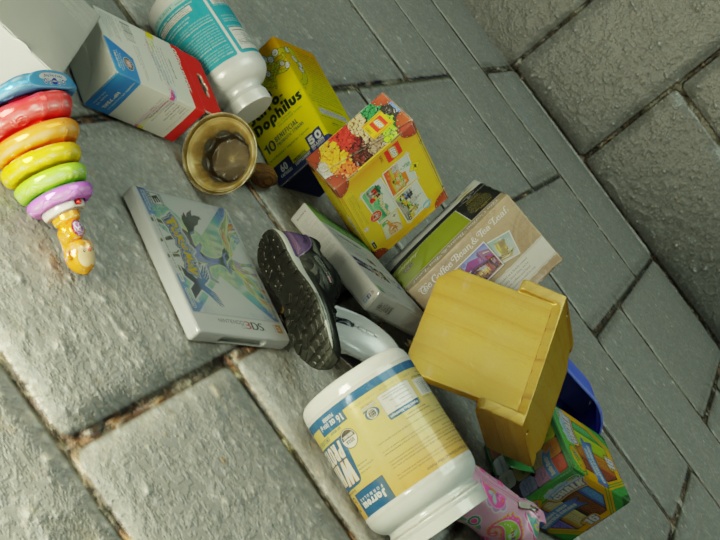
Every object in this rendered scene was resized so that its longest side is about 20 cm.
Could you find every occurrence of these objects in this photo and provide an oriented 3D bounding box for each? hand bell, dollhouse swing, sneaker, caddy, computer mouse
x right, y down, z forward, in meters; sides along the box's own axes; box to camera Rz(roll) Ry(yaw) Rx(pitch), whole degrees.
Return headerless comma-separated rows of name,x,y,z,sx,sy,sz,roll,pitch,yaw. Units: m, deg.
hand bell,-0.152,-0.140,1.685,0.105,0.104,0.200,57,10,13
dollhouse swing,0.177,0.127,1.721,0.183,0.173,0.202,69,39,-54
sneaker,-0.050,0.029,1.530,0.087,0.076,0.202,2,50,-37
caddy,0.281,0.202,1.925,0.200,0.141,0.105,46,20,-13
computer mouse,-0.011,0.077,1.604,0.199,0.044,0.110,38,40,-14

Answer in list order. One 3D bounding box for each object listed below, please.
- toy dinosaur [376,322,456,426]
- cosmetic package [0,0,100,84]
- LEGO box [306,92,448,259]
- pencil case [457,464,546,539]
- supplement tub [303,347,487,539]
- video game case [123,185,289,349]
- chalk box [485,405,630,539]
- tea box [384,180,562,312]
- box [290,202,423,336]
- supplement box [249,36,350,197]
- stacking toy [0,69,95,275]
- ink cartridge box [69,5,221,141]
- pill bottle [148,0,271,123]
toy dinosaur,0.044,0.138,1.689,0.199,0.058,0.102,37,41,-17
cosmetic package,-0.373,-0.261,1.404,0.107,0.090,0.201,44,26,-19
LEGO box,0.028,-0.132,1.819,0.077,0.149,0.201,45,-8,35
pencil case,0.149,0.290,1.607,0.199,0.087,0.088,38,26,-29
supplement tub,0.041,0.207,1.434,0.201,0.144,0.144,56,22,12
video game case,-0.178,-0.001,1.478,0.181,0.022,0.202,12,45,-58
chalk box,0.270,0.282,1.803,0.199,0.124,0.126,33,28,-39
tea box,0.162,-0.010,1.857,0.134,0.200,0.197,46,1,-13
box,0.000,0.000,1.736,0.144,0.036,0.200,31,16,-52
supplement box,-0.095,-0.227,1.868,0.109,0.108,0.202,11,45,-58
stacking toy,-0.314,-0.090,1.265,0.202,0.109,0.116,66,21,4
ink cartridge box,-0.272,-0.240,1.591,0.199,0.067,0.117,20,39,-53
pill bottle,-0.205,-0.302,1.762,0.201,0.110,0.110,57,23,11
